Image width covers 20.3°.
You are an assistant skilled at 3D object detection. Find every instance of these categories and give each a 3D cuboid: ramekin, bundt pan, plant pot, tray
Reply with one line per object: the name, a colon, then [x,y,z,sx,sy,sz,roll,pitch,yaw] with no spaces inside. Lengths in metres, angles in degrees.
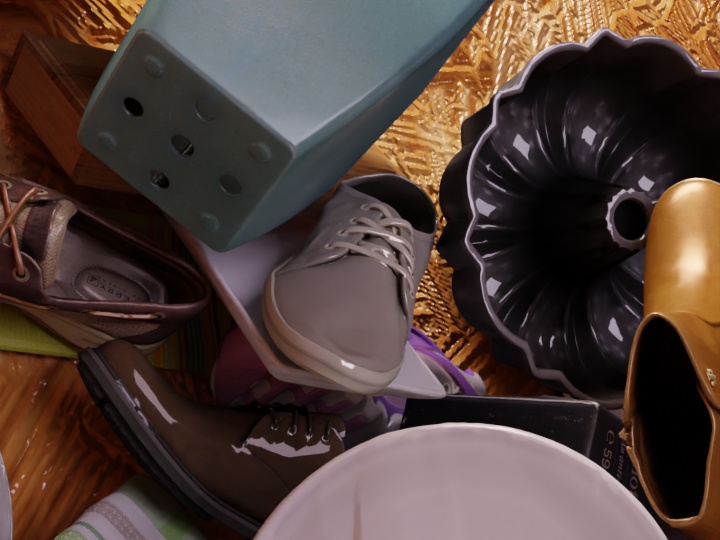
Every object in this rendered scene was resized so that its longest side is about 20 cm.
ramekin: [0.046,0.172,0.854,0.094,0.202,0.203,57,26,-65]
bundt pan: [0.126,-0.023,1.075,0.202,0.076,0.202,3,84,-25]
plant pot: [-0.038,-0.114,0.968,0.141,0.141,0.200,39,48,-2]
tray: [-0.044,0.003,1.017,0.107,0.022,0.200,11,29,-38]
tray: [-0.078,-0.072,1.055,0.200,0.037,0.099,7,29,-39]

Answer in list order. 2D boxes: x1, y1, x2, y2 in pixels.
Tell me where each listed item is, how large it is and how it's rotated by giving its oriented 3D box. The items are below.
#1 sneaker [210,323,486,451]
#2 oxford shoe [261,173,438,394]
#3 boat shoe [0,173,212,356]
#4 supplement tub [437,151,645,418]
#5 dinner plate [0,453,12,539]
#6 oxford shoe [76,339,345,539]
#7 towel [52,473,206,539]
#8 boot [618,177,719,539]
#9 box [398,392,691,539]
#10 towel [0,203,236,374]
sneaker: [0.002,0.063,1.074,0.200,0.080,0.089,28,48,-36]
oxford shoe: [0.000,0.000,0.975,0.075,0.058,0.200,31,22,-4]
boat shoe: [-0.159,-0.016,0.945,0.200,0.072,0.072,29,58,-30]
supplement tub: [0.144,0.007,1.190,0.122,0.122,0.200,-34,94,-45]
dinner plate: [-0.236,0.099,0.877,0.200,0.024,0.200,20,58,-35]
oxford shoe: [-0.056,0.088,0.990,0.200,0.073,0.084,42,87,-27]
towel: [-0.080,0.168,0.898,0.149,0.031,0.200,52,13,-2]
boot: [0.160,0.032,0.954,0.144,0.071,0.201,33,47,-61]
box: [0.103,0.187,1.008,0.198,0.123,0.200,33,65,-46]
towel: [-0.128,0.006,1.021,0.200,0.018,0.086,9,64,-39]
